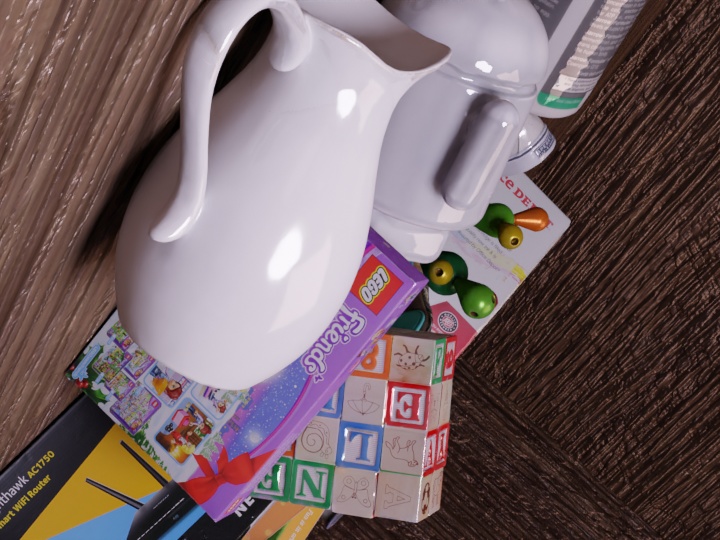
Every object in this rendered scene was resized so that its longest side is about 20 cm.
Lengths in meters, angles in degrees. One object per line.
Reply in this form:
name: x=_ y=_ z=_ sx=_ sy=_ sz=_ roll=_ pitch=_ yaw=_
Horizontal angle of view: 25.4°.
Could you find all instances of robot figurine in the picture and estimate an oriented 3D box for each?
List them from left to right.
robot figurine: x=0.048 y=-0.106 z=1.006 sx=0.112 sy=0.170 sz=0.201 roll=8 pitch=117 yaw=-31

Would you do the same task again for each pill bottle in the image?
pill bottle: x=0.158 y=-0.221 z=1.157 sx=0.113 sy=0.113 sz=0.201 roll=-40 pitch=164 yaw=-56

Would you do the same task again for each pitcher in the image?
pitcher: x=-0.057 y=-0.046 z=0.788 sx=0.171 sy=0.121 sz=0.201 roll=5 pitch=118 yaw=-58

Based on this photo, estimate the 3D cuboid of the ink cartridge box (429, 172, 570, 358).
ink cartridge box: x=0.085 y=-0.024 z=1.644 sx=0.200 sy=0.145 sz=0.145 roll=-47 pitch=-170 yaw=-11

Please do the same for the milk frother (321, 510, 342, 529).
milk frother: x=-0.081 y=0.163 z=1.502 sx=0.180 sy=0.188 sz=0.200 roll=-43 pitch=171 yaw=-17

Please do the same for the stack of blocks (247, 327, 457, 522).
stack of blocks: x=-0.044 y=0.089 z=1.041 sx=0.059 sy=0.198 sz=0.116 roll=-2 pitch=99 yaw=-73

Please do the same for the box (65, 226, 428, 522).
box: x=-0.072 y=0.036 z=0.995 sx=0.200 sy=0.137 sz=0.039 roll=-50 pitch=170 yaw=12

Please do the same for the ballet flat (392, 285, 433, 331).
ballet flat: x=0.035 y=0.050 z=1.330 sx=0.067 sy=0.076 sz=0.201 roll=-15 pitch=-150 yaw=16

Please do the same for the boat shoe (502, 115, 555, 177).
boat shoe: x=0.085 y=-0.126 z=1.498 sx=0.201 sy=0.086 sz=0.075 roll=-7 pitch=-143 yaw=52

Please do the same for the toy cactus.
toy cactus: x=0.060 y=-0.042 z=1.259 sx=0.102 sy=0.201 sz=0.165 roll=-14 pitch=158 yaw=-32

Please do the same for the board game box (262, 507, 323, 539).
board game box: x=-0.066 y=0.199 z=1.316 sx=0.095 sy=0.030 sz=0.201 roll=-17 pitch=-146 yaw=54

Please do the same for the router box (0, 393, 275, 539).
router box: x=-0.154 y=0.156 z=1.107 sx=0.200 sy=0.149 sz=0.051 roll=-46 pitch=175 yaw=-29

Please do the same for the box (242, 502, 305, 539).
box: x=-0.095 y=0.135 z=1.276 sx=0.200 sy=0.124 sz=0.098 roll=-40 pitch=-162 yaw=12
